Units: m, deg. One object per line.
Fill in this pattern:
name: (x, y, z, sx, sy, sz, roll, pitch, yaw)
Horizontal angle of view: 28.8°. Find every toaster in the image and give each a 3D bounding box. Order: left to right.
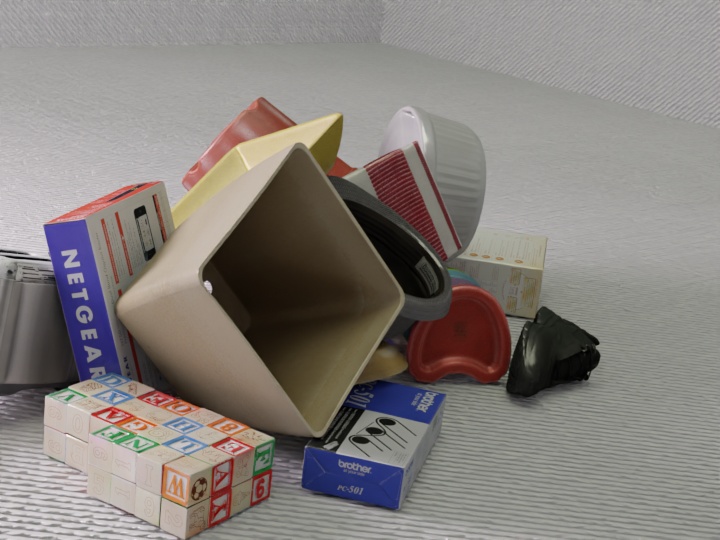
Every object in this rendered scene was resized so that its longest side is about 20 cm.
toaster: (-0.344, 0.048, 1.360, 0.113, 0.130, 0.200, 13, 3, 25)

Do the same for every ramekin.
ramekin: (0.086, -0.101, 1.757, 0.094, 0.203, 0.202, 7, 16, -15)

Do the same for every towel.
towel: (0.005, -0.039, 1.569, 0.199, 0.145, 0.023, -29, 19, -15)

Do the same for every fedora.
fedora: (0.000, 0.000, 1.498, 0.200, 0.090, 0.177, 36, 29, -4)

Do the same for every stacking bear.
stacking bear: (0.088, 0.048, 1.641, 0.121, 0.114, 0.200, 2, 13, -15)

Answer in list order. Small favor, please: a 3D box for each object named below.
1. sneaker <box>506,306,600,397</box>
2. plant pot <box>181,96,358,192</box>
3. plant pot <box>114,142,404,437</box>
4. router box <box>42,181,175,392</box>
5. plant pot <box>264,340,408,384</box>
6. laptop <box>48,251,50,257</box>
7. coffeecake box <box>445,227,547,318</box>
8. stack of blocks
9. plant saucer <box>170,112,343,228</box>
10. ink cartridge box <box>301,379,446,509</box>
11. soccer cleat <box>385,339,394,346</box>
sneaker: (0.223, 0.096, 1.591, 0.090, 0.076, 0.200, 20, 23, 14)
plant pot: (-0.103, -0.095, 1.734, 0.195, 0.201, 0.201, 43, 18, -4)
plant pot: (-0.110, 0.029, 1.338, 0.177, 0.200, 0.200, -12, 32, 41)
router box: (-0.233, 0.026, 1.408, 0.049, 0.201, 0.179, -7, 12, 19)
plant pot: (-0.050, 0.095, 1.468, 0.199, 0.028, 0.200, -4, 5, 0)
laptop: (-0.234, 0.019, 1.602, 0.103, 0.201, 0.177, -29, 8, 16)
coffeecake box: (0.145, -0.006, 1.884, 0.199, 0.073, 0.154, 9, 19, 7)
stack of blocks: (-0.189, 0.158, 1.238, 0.199, 0.059, 0.115, 17, 20, 32)
plant saucer: (-0.121, -0.081, 1.533, 0.199, 0.049, 0.200, -11, 31, 48)
ink cartridge box: (0.017, 0.159, 1.337, 0.094, 0.044, 0.200, 11, 16, 11)
soccer cleat: (-0.046, 0.052, 1.615, 0.199, 0.077, 0.067, 18, 20, 35)
